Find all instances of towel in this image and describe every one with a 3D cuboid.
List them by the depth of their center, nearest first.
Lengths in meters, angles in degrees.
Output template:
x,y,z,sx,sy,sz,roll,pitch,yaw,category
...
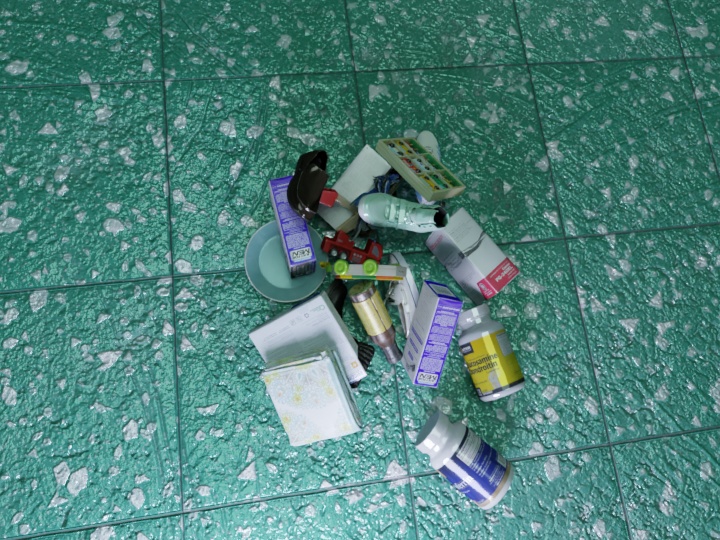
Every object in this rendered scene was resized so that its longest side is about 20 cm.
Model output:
x,y,z,sx,sy,sz,roll,pitch,yaw,category
-0.102,0.266,1.150,0.168,0.048,0.203,-16,103,19,towel

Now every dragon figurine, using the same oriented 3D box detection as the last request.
x,y,z,sx,sy,sz,roll,pitch,yaw,category
0.018,-0.145,1.217,0.199,0.058,0.101,-36,106,-28,dragon figurine

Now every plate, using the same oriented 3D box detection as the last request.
x,y,z,sx,sy,sz,roll,pitch,yaw,category
-0.174,-0.023,1.285,0.196,0.026,0.205,2,75,-7,plate

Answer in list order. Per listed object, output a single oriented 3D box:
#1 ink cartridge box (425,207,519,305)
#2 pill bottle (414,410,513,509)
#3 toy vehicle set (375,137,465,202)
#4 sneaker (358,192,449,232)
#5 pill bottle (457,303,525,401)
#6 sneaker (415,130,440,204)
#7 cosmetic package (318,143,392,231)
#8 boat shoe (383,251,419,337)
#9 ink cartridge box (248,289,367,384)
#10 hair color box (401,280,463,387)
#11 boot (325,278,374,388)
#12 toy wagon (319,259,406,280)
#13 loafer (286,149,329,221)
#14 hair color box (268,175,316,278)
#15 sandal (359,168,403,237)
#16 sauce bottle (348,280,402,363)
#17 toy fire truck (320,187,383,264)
x,y,z,sx,sy,sz,roll,pitch,yaw,category
0.257,-0.032,1.279,0.083,0.145,0.201,-38,83,-13,ink cartridge box
0.222,0.406,1.180,0.199,0.116,0.116,39,74,4,pill bottle
0.140,-0.241,1.274,0.123,0.027,0.201,-16,56,-41,toy vehicle set
0.099,-0.128,1.165,0.197,0.117,0.075,8,85,-32,sneaker
0.290,0.185,1.245,0.110,0.112,0.203,-18,78,-11,pill bottle
0.172,-0.262,1.366,0.070,0.073,0.204,2,74,-5,sneaker
-0.016,-0.194,1.302,0.082,0.051,0.201,41,97,3,cosmetic package
0.088,0.061,1.278,0.085,0.075,0.206,-18,88,-9,boat shoe
-0.110,0.172,1.166,0.194,0.043,0.202,-27,102,18,ink cartridge box
0.154,0.138,1.196,0.064,0.109,0.204,12,105,-14,hair color box
-0.033,0.141,1.228,0.155,0.079,0.215,22,89,5,boot
0.000,0.000,1.192,0.196,0.155,0.040,0,87,26,toy wagon
-0.108,-0.195,1.173,0.073,0.071,0.203,33,42,-35,loafer
-0.154,-0.097,1.229,0.064,0.109,0.204,-12,78,-10,hair color box
0.049,-0.171,1.336,0.079,0.057,0.203,29,90,39,sandal
0.039,0.120,1.217,0.064,0.065,0.203,-30,112,-14,sauce bottle
-0.027,-0.097,1.263,0.197,0.049,0.143,19,101,-16,toy fire truck
